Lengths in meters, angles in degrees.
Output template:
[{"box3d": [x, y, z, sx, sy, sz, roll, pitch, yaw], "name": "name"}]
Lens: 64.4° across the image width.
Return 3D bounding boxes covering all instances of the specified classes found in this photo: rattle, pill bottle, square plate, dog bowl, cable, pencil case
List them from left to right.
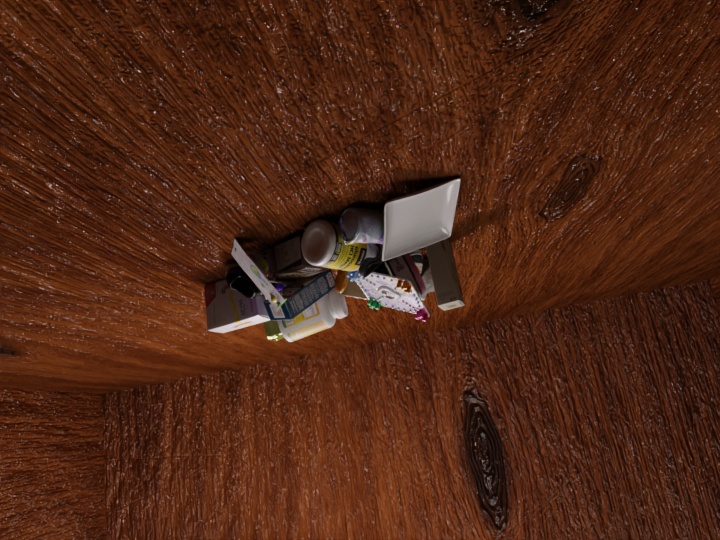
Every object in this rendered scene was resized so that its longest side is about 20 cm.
[{"box3d": [-0.141, 0.128, 1.702, 0.196, 0.115, 0.113, -21, 163, 10], "name": "pill bottle"}, {"box3d": [-0.049, -0.059, 1.471, 0.111, 0.116, 0.197, -21, 161, 37], "name": "pill bottle"}, {"box3d": [0.000, 0.000, 1.680, 0.129, 0.145, 0.199, -33, 152, 15], "name": "rattle"}, {"box3d": [0.043, -0.103, 1.412, 0.196, 0.093, 0.083, 0, -157, -37], "name": "pencil case"}, {"box3d": [0.048, -0.041, 1.509, 0.199, 0.050, 0.098, -42, 154, -33], "name": "cable"}, {"box3d": [0.122, 0.000, 1.664, 0.073, 0.203, 0.200, -28, 164, 1], "name": "dog bowl"}, {"box3d": [0.138, -0.123, 1.360, 0.196, 0.029, 0.201, -20, 143, -15], "name": "square plate"}]

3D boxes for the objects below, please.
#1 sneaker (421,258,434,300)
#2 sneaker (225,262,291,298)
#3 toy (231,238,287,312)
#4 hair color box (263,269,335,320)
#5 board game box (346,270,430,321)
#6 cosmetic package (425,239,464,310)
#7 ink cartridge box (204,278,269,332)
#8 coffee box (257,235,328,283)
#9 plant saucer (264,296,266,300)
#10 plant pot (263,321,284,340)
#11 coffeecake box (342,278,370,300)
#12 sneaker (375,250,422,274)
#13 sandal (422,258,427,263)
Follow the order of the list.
[{"box3d": [0.228, 0.018, 1.857, 0.200, 0.081, 0.070, -41, -158, -28], "name": "sneaker"}, {"box3d": [-0.288, 0.048, 1.622, 0.195, 0.100, 0.071, 13, 114, -16], "name": "sneaker"}, {"box3d": [-0.258, 0.006, 1.493, 0.047, 0.202, 0.115, -34, 175, -25], "name": "toy"}, {"box3d": [-0.168, 0.066, 1.611, 0.098, 0.062, 0.199, -6, -159, 42], "name": "hair color box"}, {"box3d": [0.076, 0.069, 1.581, 0.196, 0.026, 0.201, 11, 154, 31], "name": "board game box"}, {"box3d": [0.257, 0.010, 1.739, 0.069, 0.206, 0.105, -14, 165, 17], "name": "cosmetic package"}, {"box3d": [-0.377, 0.096, 1.763, 0.196, 0.149, 0.083, -16, 162, 22], "name": "ink cartridge box"}, {"box3d": [-0.181, -0.025, 1.551, 0.111, 0.082, 0.197, 6, 163, -44], "name": "coffee box"}, {"box3d": [-0.201, 0.040, 1.742, 0.195, 0.051, 0.204, -11, 127, -14], "name": "plant saucer"}, {"box3d": [-0.251, 0.124, 1.860, 0.195, 0.189, 0.201, -9, 165, -2], "name": "plant pot"}, {"box3d": [0.019, 0.048, 1.810, 0.149, 0.075, 0.200, 9, -179, 10], "name": "coffeecake box"}, {"box3d": [0.102, -0.009, 1.813, 0.194, 0.082, 0.078, -11, 166, 10], "name": "sneaker"}, {"box3d": [0.212, 0.009, 1.979, 0.053, 0.083, 0.200, 9, 173, 13], "name": "sandal"}]
